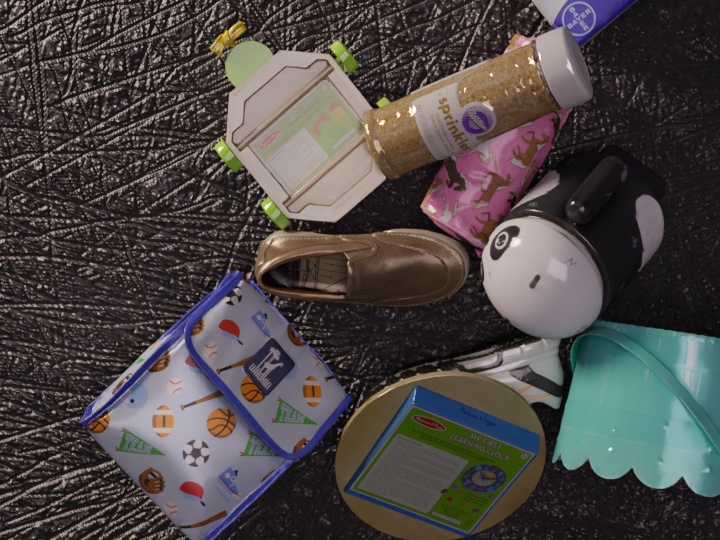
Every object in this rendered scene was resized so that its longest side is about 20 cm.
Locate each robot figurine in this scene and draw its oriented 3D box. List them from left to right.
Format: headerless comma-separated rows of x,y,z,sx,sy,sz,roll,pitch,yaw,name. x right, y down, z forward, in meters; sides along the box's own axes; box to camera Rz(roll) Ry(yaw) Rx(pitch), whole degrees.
0.192,-0.028,1.338,0.200,0.124,0.151,-44,125,-33,robot figurine

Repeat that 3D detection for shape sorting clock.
0.074,0.174,1.386,0.198,0.039,0.202,-2,127,-2,shape sorting clock

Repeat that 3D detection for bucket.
0.278,0.123,1.343,0.205,0.207,0.136,9,87,-2,bucket

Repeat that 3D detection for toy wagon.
-0.061,-0.144,1.388,0.155,0.040,0.200,-40,94,1,toy wagon

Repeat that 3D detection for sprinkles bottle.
0.102,-0.145,1.312,0.198,0.068,0.069,-21,95,20,sprinkles bottle

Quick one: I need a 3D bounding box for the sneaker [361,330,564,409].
0.099,0.117,1.398,0.198,0.074,0.081,-15,102,2,sneaker

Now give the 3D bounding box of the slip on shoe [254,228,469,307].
0.000,0.000,1.371,0.198,0.061,0.077,7,113,7,slip on shoe

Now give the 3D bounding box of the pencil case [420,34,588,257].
0.134,-0.115,1.375,0.086,0.083,0.201,32,94,24,pencil case

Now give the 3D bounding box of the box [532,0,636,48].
0.199,-0.332,1.329,0.183,0.105,0.200,-38,94,13,box

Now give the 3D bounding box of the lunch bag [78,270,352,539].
-0.130,0.124,1.368,0.200,0.124,0.170,-42,98,-3,lunch bag
